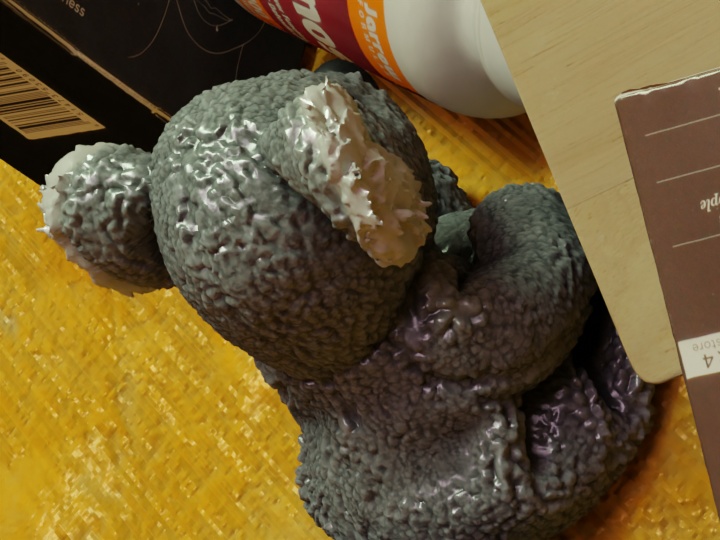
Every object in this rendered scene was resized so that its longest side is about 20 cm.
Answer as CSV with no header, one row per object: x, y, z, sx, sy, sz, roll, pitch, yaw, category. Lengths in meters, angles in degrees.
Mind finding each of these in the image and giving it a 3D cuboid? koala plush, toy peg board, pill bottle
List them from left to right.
0.000,0.000,0.987,0.177,0.200,0.185,-5,61,40,koala plush
0.032,-0.127,1.108,0.200,0.113,0.113,29,85,49,pill bottle
0.157,-0.094,0.932,0.199,0.098,0.200,-26,83,28,toy peg board

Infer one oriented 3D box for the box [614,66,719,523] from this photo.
0.155,0.028,0.850,0.100,0.075,0.201,-16,90,30,box

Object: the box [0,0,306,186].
-0.119,-0.158,1.200,0.124,0.200,0.197,-6,60,41,box
